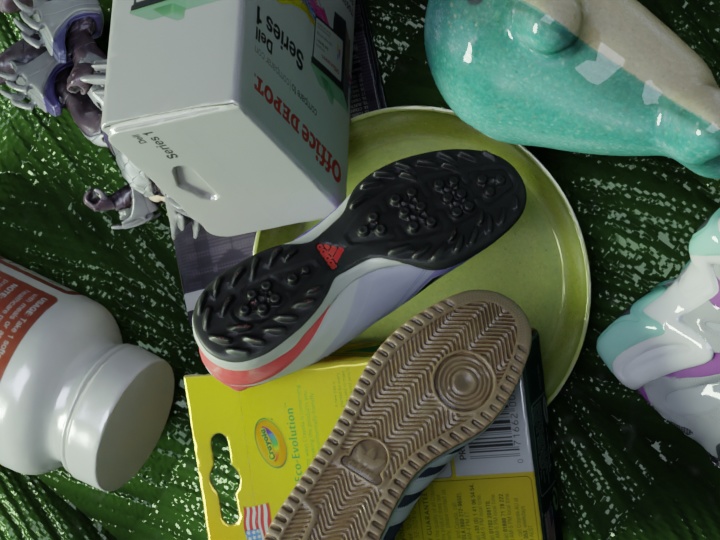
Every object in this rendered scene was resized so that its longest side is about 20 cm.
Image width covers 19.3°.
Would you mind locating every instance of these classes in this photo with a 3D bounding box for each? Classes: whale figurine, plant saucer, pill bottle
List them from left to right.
[{"bbox_3d":[-0.216,0.054,1.274,0.199,0.112,0.113,24,98,20],"label":"pill bottle"},{"bbox_3d":[0.036,0.006,1.207,0.198,0.031,0.202,3,99,16],"label":"plant saucer"},{"bbox_3d":[0.117,-0.097,1.113,0.200,0.159,0.104,39,97,27],"label":"whale figurine"}]

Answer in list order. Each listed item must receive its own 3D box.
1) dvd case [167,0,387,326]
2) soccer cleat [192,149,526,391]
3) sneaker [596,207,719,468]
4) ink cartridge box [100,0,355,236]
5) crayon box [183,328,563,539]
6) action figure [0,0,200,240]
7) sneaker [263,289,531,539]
[{"bbox_3d":[-0.053,-0.080,1.263,0.148,0.016,0.202,-14,84,19],"label":"dvd case"},{"bbox_3d":[0.000,0.000,1.156,0.199,0.073,0.068,-30,68,-11],"label":"soccer cleat"},{"bbox_3d":[0.222,0.034,1.100,0.140,0.078,0.200,48,143,10],"label":"sneaker"},{"bbox_3d":[-0.066,-0.140,1.158,0.083,0.145,0.202,-8,65,22],"label":"ink cartridge box"},{"bbox_3d":[0.007,0.105,1.189,0.198,0.051,0.128,-5,97,17],"label":"crayon box"},{"bbox_3d":[-0.148,-0.091,1.246,0.200,0.069,0.131,45,144,35],"label":"action figure"},{"bbox_3d":[0.017,0.102,1.131,0.070,0.109,0.200,36,77,11],"label":"sneaker"}]
